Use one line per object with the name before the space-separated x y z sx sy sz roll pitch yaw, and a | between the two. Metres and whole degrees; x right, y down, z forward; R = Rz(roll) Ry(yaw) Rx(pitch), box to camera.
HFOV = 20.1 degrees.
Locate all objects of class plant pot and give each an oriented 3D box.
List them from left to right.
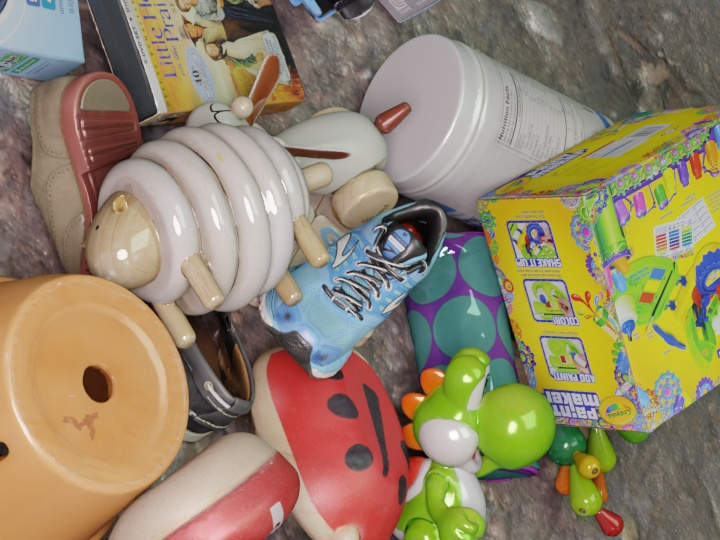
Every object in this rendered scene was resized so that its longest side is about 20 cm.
plant pot | -0.201 0.087 1.268 0.200 0.140 0.201 20 59 -38

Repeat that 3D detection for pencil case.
pencil case | 0.083 0.070 1.593 0.092 0.085 0.201 53 27 -72

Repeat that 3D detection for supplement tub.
supplement tub | 0.110 -0.099 1.657 0.200 0.132 0.132 21 60 -36

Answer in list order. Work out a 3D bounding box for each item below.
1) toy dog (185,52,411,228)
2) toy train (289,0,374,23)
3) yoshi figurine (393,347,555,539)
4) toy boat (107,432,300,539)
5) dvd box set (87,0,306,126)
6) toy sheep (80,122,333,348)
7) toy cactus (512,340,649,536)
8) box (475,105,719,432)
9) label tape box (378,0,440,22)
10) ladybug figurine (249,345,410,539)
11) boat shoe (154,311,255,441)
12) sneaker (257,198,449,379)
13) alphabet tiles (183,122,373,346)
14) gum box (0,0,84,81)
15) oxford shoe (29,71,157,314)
toy dog | -0.031 -0.099 1.494 0.132 0.096 0.200 49 23 10
toy train | -0.054 -0.287 1.592 0.200 0.087 0.114 55 3 -26
yoshi figurine | 0.086 0.157 1.476 0.112 0.112 0.201 0 114 -24
toy boat | -0.090 0.200 1.276 0.131 0.200 0.130 40 43 13
dvd box set | -0.125 -0.184 1.505 0.200 0.029 0.147 -12 81 -59
toy sheep | -0.096 -0.033 1.335 0.200 0.138 0.138 -19 87 -40
toy cactus | 0.180 0.105 1.680 0.165 0.102 0.201 28 63 -22
box | 0.221 -0.004 1.585 0.200 0.122 0.193 -28 107 -37
label tape box | 0.014 -0.331 1.710 0.200 0.066 0.143 45 47 -18
ladybug figurine | -0.016 0.120 1.434 0.136 0.072 0.200 39 22 -36
boat shoe | -0.117 0.016 1.432 0.072 0.068 0.201 6 64 -43
sneaker | 0.000 0.000 1.425 0.078 0.090 0.200 46 38 -2
alphabet tiles | -0.060 -0.032 1.490 0.200 0.015 0.196 41 29 -9
gum box | -0.288 -0.227 1.382 0.200 0.044 0.171 7 69 -42
oxford shoe | -0.184 -0.037 1.391 0.070 0.075 0.201 -15 104 -46
